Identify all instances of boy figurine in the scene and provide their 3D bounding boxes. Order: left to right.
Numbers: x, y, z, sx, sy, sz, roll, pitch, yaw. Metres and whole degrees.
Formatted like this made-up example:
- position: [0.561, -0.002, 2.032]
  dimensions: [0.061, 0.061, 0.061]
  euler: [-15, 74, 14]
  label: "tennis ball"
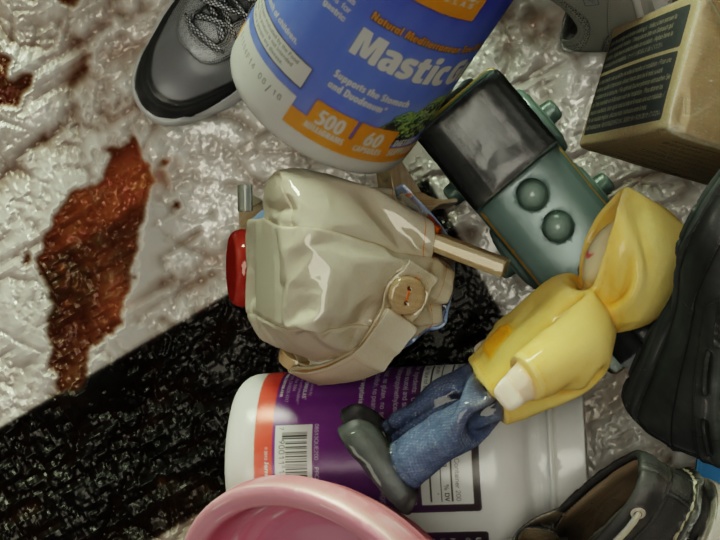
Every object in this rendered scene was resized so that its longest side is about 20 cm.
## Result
- position: [0.082, 0.039, 0.817]
  dimensions: [0.200, 0.124, 0.065]
  euler: [-40, 95, 10]
  label: "boy figurine"

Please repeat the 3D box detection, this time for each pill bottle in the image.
- position: [0.024, -0.156, 0.820]
  dimensions: [0.112, 0.112, 0.200]
  euler: [40, 124, 6]
  label: "pill bottle"
- position: [0.029, 0.110, 0.929]
  dimensions: [0.198, 0.112, 0.114]
  euler: [-3, 90, 8]
  label: "pill bottle"

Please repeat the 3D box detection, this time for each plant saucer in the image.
- position: [-0.007, 0.192, 0.849]
  dimensions: [0.199, 0.051, 0.202]
  euler: [17, 120, 31]
  label: "plant saucer"

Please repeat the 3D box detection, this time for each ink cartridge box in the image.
- position: [0.232, -0.075, 0.847]
  dimensions: [0.198, 0.165, 0.076]
  euler: [14, 91, -8]
  label: "ink cartridge box"

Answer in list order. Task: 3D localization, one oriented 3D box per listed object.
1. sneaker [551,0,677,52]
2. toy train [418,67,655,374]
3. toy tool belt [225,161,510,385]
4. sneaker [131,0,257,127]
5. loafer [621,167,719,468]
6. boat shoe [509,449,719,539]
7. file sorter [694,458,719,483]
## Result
- position: [0.114, -0.184, 0.886]
  dimensions: [0.081, 0.200, 0.075]
  euler: [-15, 45, 19]
  label: "sneaker"
- position: [0.107, -0.026, 0.915]
  dimensions: [0.085, 0.114, 0.201]
  euler: [-38, 85, 8]
  label: "toy train"
- position: [0.000, 0.000, 0.911]
  dimensions: [0.122, 0.200, 0.126]
  euler: [-1, 90, -14]
  label: "toy tool belt"
- position: [-0.067, -0.165, 0.940]
  dimensions: [0.200, 0.114, 0.076]
  euler: [-44, 84, 7]
  label: "sneaker"
- position: [0.181, 0.013, 0.766]
  dimensions: [0.070, 0.068, 0.202]
  euler: [38, 139, 26]
  label: "loafer"
- position: [0.104, 0.152, 0.844]
  dimensions: [0.060, 0.074, 0.200]
  euler: [31, 139, -18]
  label: "boat shoe"
- position: [0.246, 0.137, 0.890]
  dimensions: [0.137, 0.123, 0.202]
  euler: [7, 91, 9]
  label: "file sorter"
